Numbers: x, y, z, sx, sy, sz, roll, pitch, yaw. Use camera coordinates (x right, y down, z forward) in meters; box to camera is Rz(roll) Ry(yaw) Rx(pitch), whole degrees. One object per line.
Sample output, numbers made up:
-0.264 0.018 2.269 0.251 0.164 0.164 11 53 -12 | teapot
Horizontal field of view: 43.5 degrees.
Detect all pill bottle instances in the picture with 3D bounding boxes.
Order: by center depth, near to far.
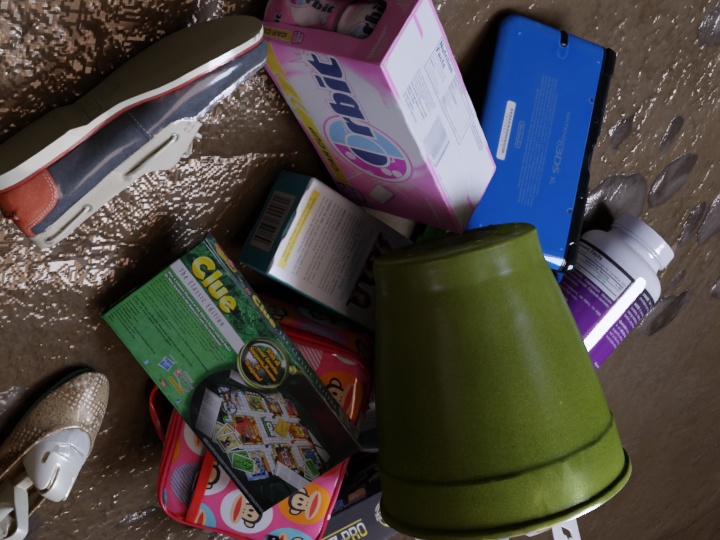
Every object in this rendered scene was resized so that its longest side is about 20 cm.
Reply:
0.263 0.035 1.034 0.201 0.112 0.112 -48 142 2 | pill bottle

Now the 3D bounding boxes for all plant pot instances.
0.089 0.071 0.692 0.198 0.199 0.197 -18 98 -32 | plant pot

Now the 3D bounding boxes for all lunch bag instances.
-0.089 0.122 0.752 0.173 0.082 0.203 18 108 -3 | lunch bag

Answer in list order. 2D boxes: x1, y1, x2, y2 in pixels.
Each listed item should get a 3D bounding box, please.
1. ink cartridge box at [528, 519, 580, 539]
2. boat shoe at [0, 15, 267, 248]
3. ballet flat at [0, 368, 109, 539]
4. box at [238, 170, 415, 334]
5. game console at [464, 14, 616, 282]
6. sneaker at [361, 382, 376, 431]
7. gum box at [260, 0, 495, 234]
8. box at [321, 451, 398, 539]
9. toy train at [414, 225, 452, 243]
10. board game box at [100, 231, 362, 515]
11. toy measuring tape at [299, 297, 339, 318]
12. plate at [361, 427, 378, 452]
0.192 0.239 1.068 0.067 0.203 0.116 -25 147 20 | ink cartridge box
-0.139 -0.089 0.568 0.198 0.071 0.063 -34 126 -7 | boat shoe
-0.255 0.166 0.688 0.200 0.065 0.070 -48 142 0 | ballet flat
0.000 0.000 0.752 0.199 0.049 0.083 31 83 -39 | box
0.159 -0.103 0.829 0.168 0.118 0.204 14 85 -18 | game console
0.020 0.114 0.868 0.197 0.076 0.081 -18 154 14 | sneaker
0.013 -0.119 0.646 0.067 0.112 0.201 -59 146 -19 | gum box
-0.008 0.222 0.874 0.197 0.050 0.161 -27 -175 0 | box
0.076 -0.016 0.855 0.041 0.056 0.203 -7 127 -50 | toy train
-0.095 0.082 0.685 0.104 0.024 0.201 -32 103 14 | board game box
-0.026 0.051 0.802 0.073 0.074 0.202 7 117 -46 | toy measuring tape
0.080 0.126 0.895 0.198 0.200 0.026 -34 98 -17 | plate
